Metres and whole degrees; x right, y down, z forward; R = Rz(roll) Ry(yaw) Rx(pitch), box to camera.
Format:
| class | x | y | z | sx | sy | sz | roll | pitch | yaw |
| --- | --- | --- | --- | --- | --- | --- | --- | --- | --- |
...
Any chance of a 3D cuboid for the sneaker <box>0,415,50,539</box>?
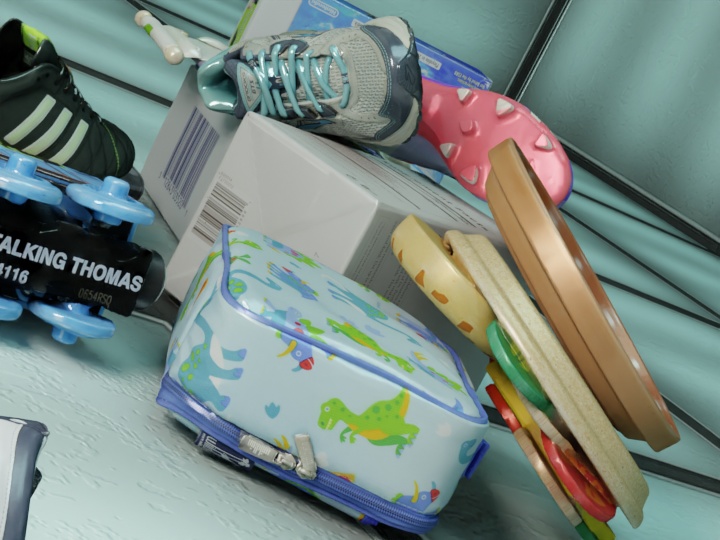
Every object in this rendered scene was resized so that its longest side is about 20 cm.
| class | x | y | z | sx | sy | sz | roll | pitch | yaw |
| --- | --- | --- | --- | --- | --- | --- | --- | --- | --- |
| sneaker | -0.173 | 0.044 | 0.661 | 0.108 | 0.071 | 0.200 | 15 | 22 | -34 |

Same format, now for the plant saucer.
| class | x | y | z | sx | sy | sz | roll | pitch | yaw |
| --- | --- | --- | --- | --- | --- | --- | --- | --- | --- |
| plant saucer | 0.124 | 0.017 | 1.155 | 0.201 | 0.032 | 0.200 | 59 | 8 | -14 |

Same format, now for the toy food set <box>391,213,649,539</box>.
| class | x | y | z | sx | sy | sz | roll | pitch | yaw |
| --- | --- | --- | --- | --- | --- | --- | --- | --- | --- |
| toy food set | 0.095 | 0.064 | 1.095 | 0.199 | 0.048 | 0.200 | 58 | 2 | 31 |

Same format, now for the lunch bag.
| class | x | y | z | sx | sy | sz | roll | pitch | yaw |
| --- | --- | --- | --- | --- | --- | --- | --- | --- | --- |
| lunch bag | -0.018 | 0.054 | 1.011 | 0.160 | 0.083 | 0.200 | 26 | 9 | -9 |

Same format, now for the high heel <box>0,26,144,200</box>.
| class | x | y | z | sx | sy | sz | roll | pitch | yaw |
| --- | --- | --- | --- | --- | --- | --- | --- | --- | --- |
| high heel | -0.234 | -0.116 | 1.296 | 0.200 | 0.072 | 0.142 | 40 | 6 | 12 |

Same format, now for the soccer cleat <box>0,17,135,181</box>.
| class | x | y | z | sx | sy | sz | roll | pitch | yaw |
| --- | --- | --- | --- | --- | --- | --- | --- | --- | --- |
| soccer cleat | -0.185 | -0.095 | 1.138 | 0.067 | 0.082 | 0.199 | 32 | 10 | 28 |

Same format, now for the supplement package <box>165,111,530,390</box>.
| class | x | y | z | sx | sy | sz | roll | pitch | yaw |
| --- | --- | --- | --- | --- | --- | --- | --- | --- | --- |
| supplement package | 0.000 | 0.000 | 1.218 | 0.119 | 0.122 | 0.199 | 35 | 11 | 34 |

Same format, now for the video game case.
| class | x | y | z | sx | sy | sz | roll | pitch | yaw |
| --- | --- | --- | --- | --- | --- | --- | --- | --- | --- |
| video game case | -0.024 | -0.113 | 1.554 | 0.199 | 0.182 | 0.045 | 24 | 11 | -19 |

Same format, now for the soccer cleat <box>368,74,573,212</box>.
| class | x | y | z | sx | sy | sz | roll | pitch | yaw |
| --- | --- | --- | --- | --- | --- | --- | --- | --- | --- |
| soccer cleat | 0.062 | -0.087 | 1.305 | 0.199 | 0.067 | 0.076 | 26 | -5 | 29 |

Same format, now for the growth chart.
| class | x | y | z | sx | sy | sz | roll | pitch | yaw |
| --- | --- | --- | --- | --- | --- | --- | --- | --- | --- |
| growth chart | -0.062 | -0.126 | 1.394 | 0.199 | 0.018 | 0.145 | 25 | 11 | -18 |

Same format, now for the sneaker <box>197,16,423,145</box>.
| class | x | y | z | sx | sy | sz | roll | pitch | yaw |
| --- | --- | --- | --- | --- | --- | --- | --- | --- | --- |
| sneaker | -0.034 | -0.111 | 1.220 | 0.086 | 0.078 | 0.199 | -10 | 7 | -30 |

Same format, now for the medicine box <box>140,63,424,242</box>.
| class | x | y | z | sx | sy | sz | roll | pitch | yaw |
| --- | --- | --- | --- | --- | --- | --- | --- | --- | --- |
| medicine box | -0.035 | -0.043 | 1.403 | 0.199 | 0.104 | 0.182 | 23 | 11 | -25 |

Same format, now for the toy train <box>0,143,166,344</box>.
| class | x | y | z | sx | sy | sz | roll | pitch | yaw |
| --- | --- | --- | --- | --- | --- | --- | --- | --- | --- |
| toy train | -0.189 | -0.025 | 0.957 | 0.199 | 0.087 | 0.114 | 18 | 5 | -38 |
